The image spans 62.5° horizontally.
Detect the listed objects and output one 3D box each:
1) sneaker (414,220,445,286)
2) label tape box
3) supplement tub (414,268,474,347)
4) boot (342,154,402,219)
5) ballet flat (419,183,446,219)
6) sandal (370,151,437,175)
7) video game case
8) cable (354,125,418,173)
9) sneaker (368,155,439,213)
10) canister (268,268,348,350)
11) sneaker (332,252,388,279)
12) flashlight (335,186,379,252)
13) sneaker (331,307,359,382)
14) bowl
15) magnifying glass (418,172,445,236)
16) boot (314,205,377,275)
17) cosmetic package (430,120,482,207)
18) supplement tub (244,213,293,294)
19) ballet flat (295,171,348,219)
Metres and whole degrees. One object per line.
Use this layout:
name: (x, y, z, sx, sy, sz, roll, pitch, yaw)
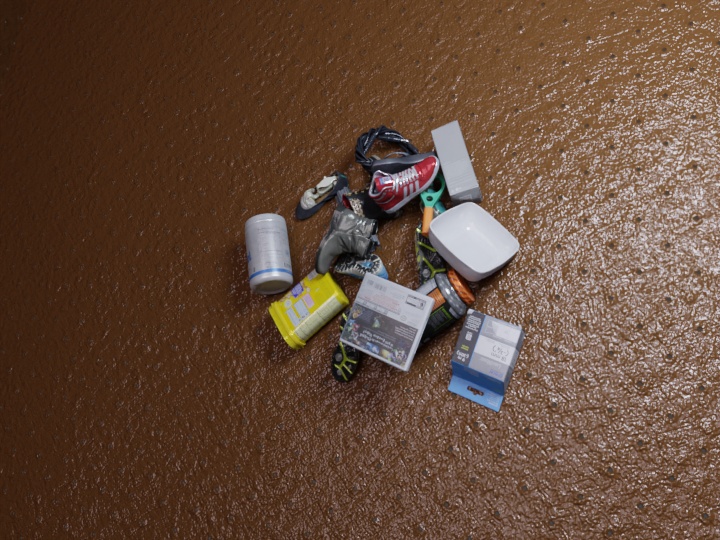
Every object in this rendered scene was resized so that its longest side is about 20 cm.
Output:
sneaker: (0.183, -0.028, 1.574, 0.072, 0.076, 0.208, -3, 90, 0)
label tape box: (0.302, 0.217, 1.449, 0.141, 0.063, 0.206, 18, 82, 27)
supplement tub: (0.183, 0.093, 1.495, 0.198, 0.122, 0.125, -37, 64, 16)
boot: (0.018, -0.223, 1.665, 0.146, 0.074, 0.205, -17, 72, -18)
ballet flat: (0.176, -0.215, 1.633, 0.064, 0.066, 0.205, -42, 56, 41)
sandal: (0.113, -0.287, 1.586, 0.194, 0.077, 0.044, -11, 66, -21)
video game case: (0.063, 0.123, 1.456, 0.195, 0.023, 0.187, 20, 83, 26)
cable: (0.064, -0.339, 1.662, 0.195, 0.051, 0.166, -20, 66, -28)
sneaker: (0.108, -0.238, 1.539, 0.199, 0.111, 0.072, -41, 49, 21)
canister: (-0.144, 0.100, 1.668, 0.199, 0.086, 0.150, -40, 62, 7)
sneaker: (0.000, 0.000, 1.637, 0.197, 0.090, 0.080, 20, 70, 48)
flashlight: (-0.012, -0.146, 1.691, 0.067, 0.068, 0.204, -30, 66, 13)
sneaker: (-0.024, 0.200, 1.591, 0.073, 0.076, 0.207, 18, 100, 19)
bowl: (0.277, -0.063, 1.495, 0.197, 0.076, 0.200, -26, 60, -35)
magnifying glass: (0.180, -0.180, 1.557, 0.077, 0.023, 0.206, 6, 62, 4)
boot: (-0.038, -0.061, 1.583, 0.128, 0.067, 0.205, 27, 102, 18)
cosmetic package: (0.257, -0.280, 1.590, 0.087, 0.107, 0.207, -16, 71, 14)
supplement tub: (-0.270, -0.046, 1.741, 0.128, 0.132, 0.207, -17, 68, 18)
ballet flat: (-0.126, -0.228, 1.765, 0.197, 0.073, 0.075, -33, 65, 12)
